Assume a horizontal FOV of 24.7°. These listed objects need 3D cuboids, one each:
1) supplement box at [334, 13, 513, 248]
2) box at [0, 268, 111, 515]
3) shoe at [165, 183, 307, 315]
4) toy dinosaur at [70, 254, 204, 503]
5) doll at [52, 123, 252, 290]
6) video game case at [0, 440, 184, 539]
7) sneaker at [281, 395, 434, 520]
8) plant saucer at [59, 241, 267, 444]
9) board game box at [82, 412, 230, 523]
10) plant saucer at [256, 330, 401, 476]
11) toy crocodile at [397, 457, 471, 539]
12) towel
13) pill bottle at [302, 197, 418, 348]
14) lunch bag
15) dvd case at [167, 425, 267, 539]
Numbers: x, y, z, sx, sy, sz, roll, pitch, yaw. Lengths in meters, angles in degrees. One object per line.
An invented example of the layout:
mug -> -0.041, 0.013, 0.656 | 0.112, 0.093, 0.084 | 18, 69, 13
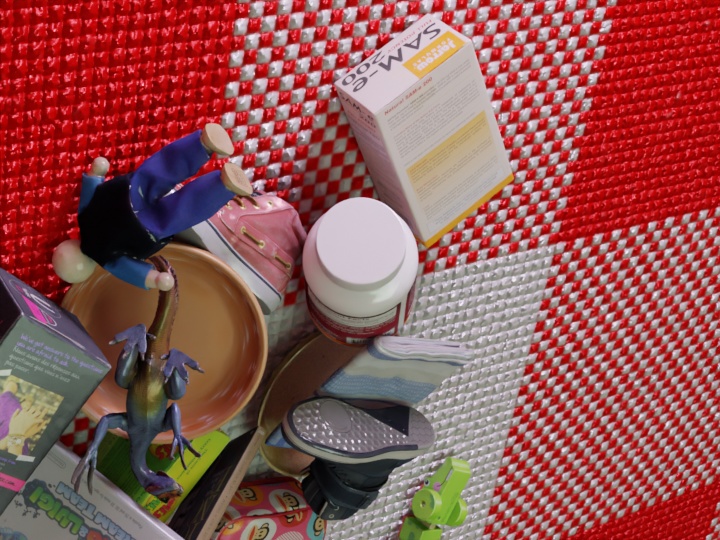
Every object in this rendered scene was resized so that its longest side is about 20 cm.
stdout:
supplement box -> 0.067, -0.138, 1.654 | 0.126, 0.073, 0.200 | -37, 137, -14
box -> -0.330, 0.115, 1.438 | 0.106, 0.122, 0.200 | 37, 92, -34
shoe -> -0.127, -0.048, 1.559 | 0.200, 0.071, 0.091 | 46, 65, -39
toy dinosaur -> -0.181, 0.125, 1.508 | 0.182, 0.104, 0.201 | 102, 6, -56
doll -> -0.193, -0.045, 1.452 | 0.199, 0.137, 0.048 | -29, 169, 19
video game case -> -0.289, 0.275, 1.562 | 0.182, 0.200, 0.024 | -55, 171, 5
sneaker -> -0.035, 0.200, 1.710 | 0.202, 0.077, 0.146 | 12, 135, -45
plant saucer -> -0.186, 0.065, 1.543 | 0.199, 0.037, 0.201 | -1, 110, -3
board game box -> -0.229, 0.209, 1.625 | 0.200, 0.102, 0.048 | -52, 142, 2
plant saucer -> -0.037, 0.132, 1.788 | 0.200, 0.035, 0.201 | -23, 133, -28
toy crocodile -> 0.075, 0.316, 2.012 | 0.067, 0.062, 0.201 | 13, 105, -45
towel -> 0.010, 0.133, 1.726 | 0.146, 0.024, 0.200 | 8, 139, -44
pill bottle -> 0.000, 0.000, 1.609 | 0.113, 0.113, 0.200 | -40, 168, -11
lunch bag -> -0.138, 0.328, 1.808 | 0.176, 0.082, 0.201 | -2, 121, -40
dvd case -> -0.169, 0.254, 1.643 | 0.016, 0.149, 0.201 | 35, 61, -13
